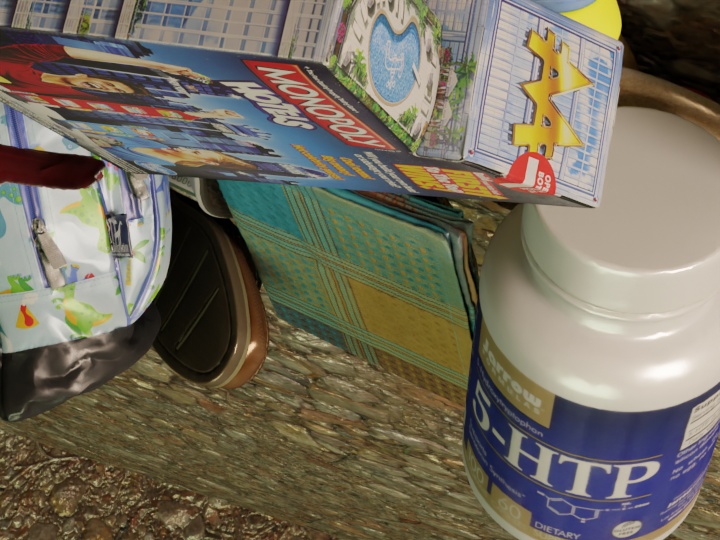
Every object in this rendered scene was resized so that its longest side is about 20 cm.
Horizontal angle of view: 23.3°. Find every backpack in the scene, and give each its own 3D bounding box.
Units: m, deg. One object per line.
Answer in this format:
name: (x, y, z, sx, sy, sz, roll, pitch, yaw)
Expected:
backpack: (-0.153, -0.052, 0.847, 0.163, 0.153, 0.201, -125, 12, -79)

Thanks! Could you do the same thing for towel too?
towel: (0.000, 0.000, 0.856, 0.146, 0.022, 0.200, 26, 160, 22)

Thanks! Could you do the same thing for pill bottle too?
pill bottle: (0.109, 0.029, 0.771, 0.119, 0.120, 0.201, 15, 142, 12)

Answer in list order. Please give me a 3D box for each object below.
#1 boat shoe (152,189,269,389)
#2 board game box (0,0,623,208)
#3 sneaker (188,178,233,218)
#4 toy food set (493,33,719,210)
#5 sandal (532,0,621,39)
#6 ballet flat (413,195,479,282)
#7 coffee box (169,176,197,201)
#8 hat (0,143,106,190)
boat shoe: (-0.084, 0.000, 0.962, 0.068, 0.072, 0.200, 24, -160, -37)
board game box: (-0.022, -0.071, 0.565, 0.198, 0.062, 0.200, 7, 172, 17)
sneaker: (-0.069, -0.115, 0.831, 0.072, 0.085, 0.201, -9, 146, -13)
toy food set: (0.112, -0.063, 0.826, 0.198, 0.049, 0.198, 20, 165, -4)
sandal: (0.011, -0.148, 0.642, 0.199, 0.080, 0.088, 22, 131, 14)
ballet flat: (0.015, -0.028, 0.896, 0.070, 0.071, 0.201, 7, 136, 35)
coffee box: (-0.043, -0.045, 0.998, 0.199, 0.044, 0.123, 25, -172, -21)
hat: (-0.198, -0.080, 0.720, 0.200, 0.166, 0.176, 44, 116, -5)
